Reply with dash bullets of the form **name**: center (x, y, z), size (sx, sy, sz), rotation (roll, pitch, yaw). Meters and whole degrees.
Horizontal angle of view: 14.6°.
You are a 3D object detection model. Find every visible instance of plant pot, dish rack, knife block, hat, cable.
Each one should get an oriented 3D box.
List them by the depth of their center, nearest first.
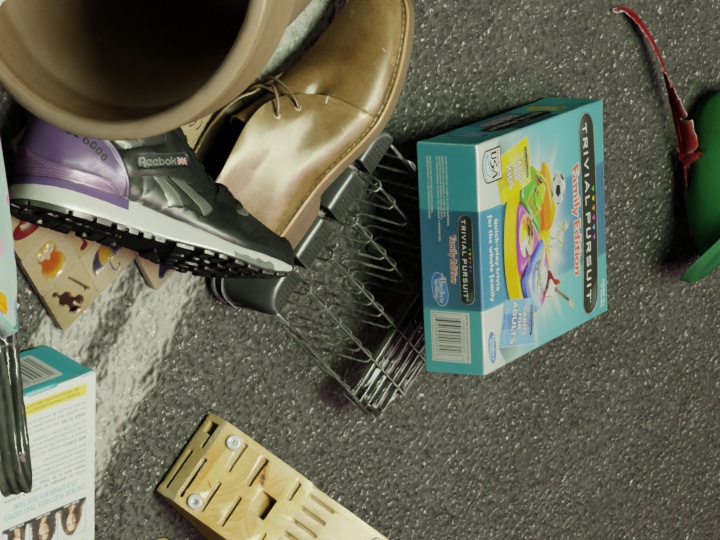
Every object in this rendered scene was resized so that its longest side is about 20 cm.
- **plant pot**: center (-0.101, -0.179, 1.537), size (0.174, 0.199, 0.201), rotation (-21, 127, -64)
- **cable**: center (-0.217, 0.025, 1.572), size (0.050, 0.097, 0.201), rotation (-5, 111, -7)
- **dish rack**: center (0.000, 0.000, 1.834), size (0.154, 0.054, 0.200), rotation (-55, 143, -11)
- **knife block**: center (-0.049, 0.184, 1.881), size (0.200, 0.176, 0.064), rotation (36, 77, -6)
- **hat**: center (0.255, -0.115, 2.093), size (0.165, 0.176, 0.200), rotation (-36, 171, -34)

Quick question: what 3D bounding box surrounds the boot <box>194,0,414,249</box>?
- **boot**: center (-0.037, -0.098, 1.719), size (0.075, 0.073, 0.201), rotation (36, 83, -41)

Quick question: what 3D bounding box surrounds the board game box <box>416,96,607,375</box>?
- **board game box**: center (0.105, -0.027, 1.878), size (0.200, 0.047, 0.152), rotation (-23, 114, -59)

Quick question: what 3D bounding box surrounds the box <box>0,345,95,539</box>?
- **box**: center (-0.205, 0.152, 1.681), size (0.082, 0.049, 0.201), rotation (-20, 124, -41)

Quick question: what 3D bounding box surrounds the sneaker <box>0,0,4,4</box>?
- **sneaker**: center (-0.225, -0.225, 1.411), size (0.088, 0.075, 0.200), rotation (-44, 127, -4)

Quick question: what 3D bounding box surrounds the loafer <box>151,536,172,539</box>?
- **loafer**: center (-0.176, 0.218, 1.660), size (0.200, 0.072, 0.073), rotation (-24, 119, -51)

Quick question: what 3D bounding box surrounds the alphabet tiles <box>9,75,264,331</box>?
- **alphabet tiles**: center (-0.132, -0.064, 1.683), size (0.200, 0.008, 0.168), rotation (-47, 139, -21)

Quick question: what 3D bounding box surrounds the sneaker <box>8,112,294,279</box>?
- **sneaker**: center (-0.110, -0.052, 1.633), size (0.199, 0.075, 0.088), rotation (20, 76, -41)

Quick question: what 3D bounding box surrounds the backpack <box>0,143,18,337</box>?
- **backpack**: center (-0.241, -0.046, 1.414), size (0.167, 0.126, 0.201), rotation (-87, 173, -61)
